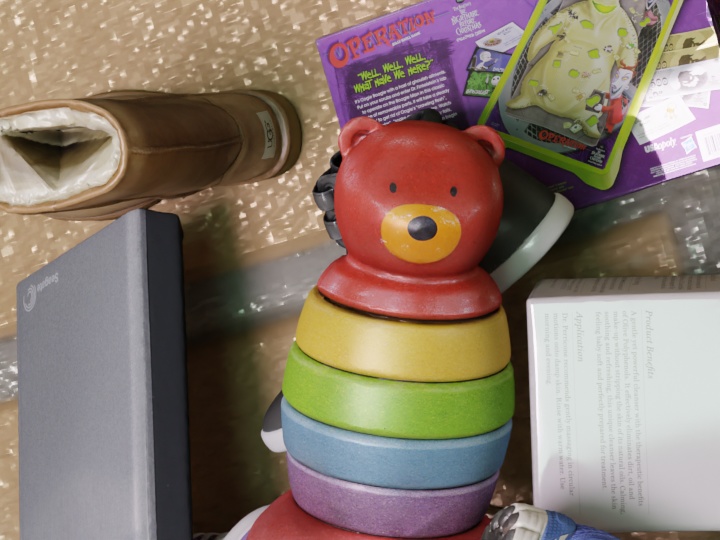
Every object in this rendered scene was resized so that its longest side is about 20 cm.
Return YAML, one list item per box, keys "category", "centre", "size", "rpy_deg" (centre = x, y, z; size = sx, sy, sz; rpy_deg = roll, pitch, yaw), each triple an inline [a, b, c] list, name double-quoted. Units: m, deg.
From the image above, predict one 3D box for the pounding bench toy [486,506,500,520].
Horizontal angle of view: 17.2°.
- category: "pounding bench toy"
  centre: [0.032, 0.189, 1.135]
  size: [0.198, 0.156, 0.125]
  rpy_deg: [13, 102, 23]

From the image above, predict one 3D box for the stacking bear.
- category: "stacking bear"
  centre: [0.019, 0.033, 1.058]
  size: [0.120, 0.114, 0.202]
  rpy_deg: [6, 104, 3]

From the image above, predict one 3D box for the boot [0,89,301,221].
- category: "boot"
  centre: [-0.140, -0.057, 1.159]
  size: [0.174, 0.200, 0.067]
  rpy_deg: [-12, 91, 25]

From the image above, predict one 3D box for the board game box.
- category: "board game box"
  centre: [0.083, -0.085, 1.149]
  size: [0.199, 0.032, 0.121]
  rpy_deg: [-16, 92, 25]

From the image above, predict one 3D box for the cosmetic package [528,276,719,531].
- category: "cosmetic package"
  centre: [0.176, 0.057, 1.059]
  size: [0.198, 0.085, 0.109]
  rpy_deg: [-1, 95, 8]

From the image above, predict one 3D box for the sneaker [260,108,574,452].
- category: "sneaker"
  centre: [0.000, 0.000, 1.144]
  size: [0.099, 0.071, 0.200]
  rpy_deg: [44, 116, -8]

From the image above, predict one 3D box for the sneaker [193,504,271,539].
- category: "sneaker"
  centre: [-0.094, 0.154, 1.205]
  size: [0.115, 0.072, 0.201]
  rpy_deg: [51, 139, 18]

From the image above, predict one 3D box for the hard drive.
- category: "hard drive"
  centre: [-0.130, 0.085, 1.201]
  size: [0.139, 0.033, 0.202]
  rpy_deg: [-27, 60, 52]

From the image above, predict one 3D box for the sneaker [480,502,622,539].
- category: "sneaker"
  centre: [0.080, 0.202, 0.997]
  size: [0.088, 0.079, 0.202]
  rpy_deg: [11, 101, -4]
